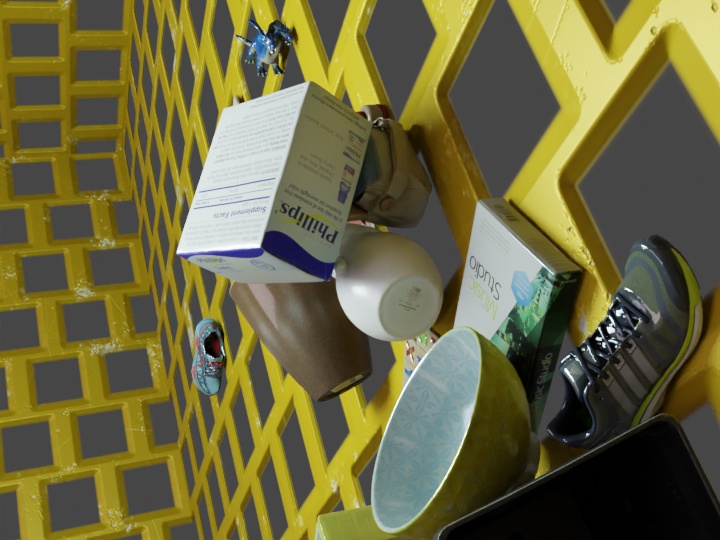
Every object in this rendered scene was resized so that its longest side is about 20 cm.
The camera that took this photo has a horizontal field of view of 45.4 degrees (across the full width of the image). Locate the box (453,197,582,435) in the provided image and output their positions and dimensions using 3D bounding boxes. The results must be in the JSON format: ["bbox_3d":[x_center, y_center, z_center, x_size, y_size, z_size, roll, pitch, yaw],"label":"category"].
[{"bbox_3d":[0.147,0.050,0.863,0.145,0.036,0.203,-126,35,-51],"label":"box"}]

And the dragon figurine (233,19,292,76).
[{"bbox_3d":[-0.166,-0.404,1.495,0.201,0.058,0.101,-122,34,-47],"label":"dragon figurine"}]

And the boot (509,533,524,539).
[{"bbox_3d":[0.118,0.325,0.829,0.069,0.199,0.177,24,119,33],"label":"boot"}]

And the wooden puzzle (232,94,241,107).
[{"bbox_3d":[-0.254,-0.230,1.779,0.187,0.046,0.202,108,149,-45],"label":"wooden puzzle"}]

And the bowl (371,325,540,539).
[{"bbox_3d":[0.103,0.165,0.802,0.202,0.106,0.201,-59,13,23],"label":"bowl"}]

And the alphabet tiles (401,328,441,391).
[{"bbox_3d":[0.096,0.164,1.058,0.200,0.006,0.169,-139,47,-59],"label":"alphabet tiles"}]

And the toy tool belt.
[{"bbox_3d":[0.000,-0.136,1.066,0.126,0.121,0.202,107,149,-44],"label":"toy tool belt"}]

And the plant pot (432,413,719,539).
[{"bbox_3d":[0.162,0.250,0.653,0.202,0.198,0.178,65,165,11],"label":"plant pot"}]

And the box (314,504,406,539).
[{"bbox_3d":[0.047,0.296,0.960,0.050,0.197,0.076,-118,32,-47],"label":"box"}]

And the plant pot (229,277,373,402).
[{"bbox_3d":[-0.066,0.079,1.251,0.202,0.185,0.187,61,152,15],"label":"plant pot"}]

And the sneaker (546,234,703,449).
[{"bbox_3d":[0.202,0.067,0.670,0.074,0.080,0.203,-129,39,-53],"label":"sneaker"}]

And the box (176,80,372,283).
[{"bbox_3d":[-0.101,-0.095,1.006,0.182,0.104,0.203,-2,67,50],"label":"box"}]

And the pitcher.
[{"bbox_3d":[0.000,0.000,1.042,0.123,0.169,0.200,-68,28,12],"label":"pitcher"}]

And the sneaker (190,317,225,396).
[{"bbox_3d":[-0.383,0.228,2.180,0.095,0.078,0.204,-156,62,-63],"label":"sneaker"}]

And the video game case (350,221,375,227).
[{"bbox_3d":[-0.069,-0.126,1.217,0.017,0.141,0.203,96,161,-68],"label":"video game case"}]
